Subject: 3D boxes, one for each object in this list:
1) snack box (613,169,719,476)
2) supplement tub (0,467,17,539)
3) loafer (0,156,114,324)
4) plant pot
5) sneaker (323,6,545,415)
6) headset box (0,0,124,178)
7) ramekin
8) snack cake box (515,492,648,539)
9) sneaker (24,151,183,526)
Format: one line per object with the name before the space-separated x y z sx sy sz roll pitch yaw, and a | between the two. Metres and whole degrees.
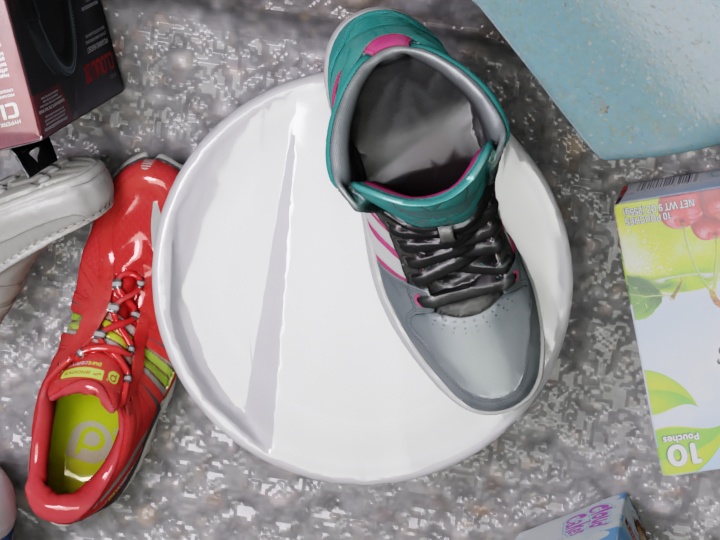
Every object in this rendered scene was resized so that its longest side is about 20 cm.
snack box | 0.235 0.015 1.465 0.199 0.053 0.143 -9 102 13
supplement tub | -0.259 0.193 1.551 0.144 0.145 0.201 11 105 8
loafer | -0.200 0.002 1.532 0.200 0.070 0.070 -25 100 30
plant pot | 0.161 -0.160 1.375 0.200 0.196 0.196 -38 94 23
sneaker | 0.038 -0.024 1.358 0.083 0.121 0.201 -21 95 1
headset box | -0.186 -0.144 1.459 0.077 0.149 0.201 -13 99 14
ramekin | 0.000 0.000 1.468 0.202 0.094 0.203 0 95 -1
snack cake box | 0.141 0.225 1.499 0.067 0.115 0.200 -23 98 14
sneaker | -0.121 0.040 1.521 0.077 0.085 0.201 17 105 6
